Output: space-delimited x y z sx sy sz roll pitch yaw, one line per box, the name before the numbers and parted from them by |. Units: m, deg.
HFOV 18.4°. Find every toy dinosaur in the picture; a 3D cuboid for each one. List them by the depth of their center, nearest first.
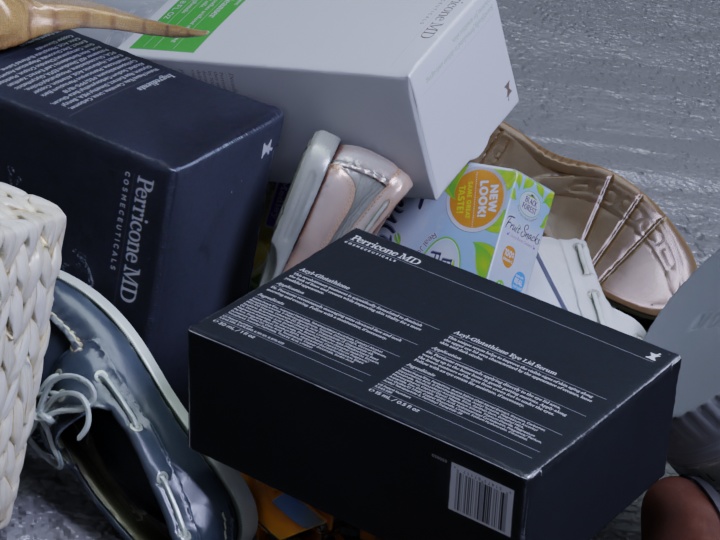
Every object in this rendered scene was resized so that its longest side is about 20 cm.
toy dinosaur | -0.196 -0.142 1.214 0.200 0.060 0.106 -8 56 -21

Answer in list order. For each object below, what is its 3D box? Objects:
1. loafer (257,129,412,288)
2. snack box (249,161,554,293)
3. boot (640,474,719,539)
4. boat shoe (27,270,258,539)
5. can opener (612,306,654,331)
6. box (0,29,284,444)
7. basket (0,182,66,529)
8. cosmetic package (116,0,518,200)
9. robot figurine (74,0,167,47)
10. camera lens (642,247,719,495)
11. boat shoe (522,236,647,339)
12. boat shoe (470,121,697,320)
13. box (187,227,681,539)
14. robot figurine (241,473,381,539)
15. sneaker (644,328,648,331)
loafer | -0.032 0.024 1.218 0.063 0.200 0.072 21 20 -1
snack box | 0.000 0.000 1.285 0.200 0.142 0.053 12 -6 35
boot | 0.084 0.165 1.075 0.200 0.068 0.188 11 55 -9
boat shoe | -0.138 0.079 1.153 0.200 0.075 0.062 51 41 10
can opener | 0.127 0.042 1.400 0.200 0.079 0.063 -4 36 -9
box | -0.168 -0.019 1.245 0.200 0.197 0.117 22 28 21
basket | -0.236 0.044 1.092 0.135 0.200 0.123 22 23 22
cosmetic package | -0.025 -0.109 1.266 0.200 0.085 0.108 5 38 30
robot figurine | -0.162 -0.139 1.567 0.200 0.113 0.170 14 62 45
camera lens | 0.262 0.085 1.181 0.200 0.160 0.160 41 21 -15
boat shoe | 0.131 0.049 1.253 0.066 0.072 0.200 -10 35 -9
boat shoe | 0.122 -0.029 1.382 0.200 0.072 0.072 31 75 16
box | 0.035 0.065 1.095 0.200 0.079 0.141 22 37 30
robot figurine | 0.014 0.136 1.158 0.145 0.058 0.200 -13 35 -37
sneaker | 0.135 0.087 1.315 0.200 0.060 0.104 -1 33 -23
